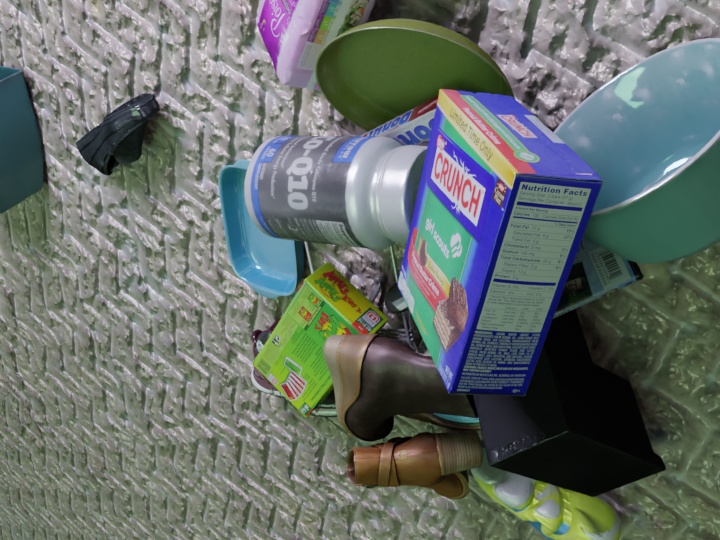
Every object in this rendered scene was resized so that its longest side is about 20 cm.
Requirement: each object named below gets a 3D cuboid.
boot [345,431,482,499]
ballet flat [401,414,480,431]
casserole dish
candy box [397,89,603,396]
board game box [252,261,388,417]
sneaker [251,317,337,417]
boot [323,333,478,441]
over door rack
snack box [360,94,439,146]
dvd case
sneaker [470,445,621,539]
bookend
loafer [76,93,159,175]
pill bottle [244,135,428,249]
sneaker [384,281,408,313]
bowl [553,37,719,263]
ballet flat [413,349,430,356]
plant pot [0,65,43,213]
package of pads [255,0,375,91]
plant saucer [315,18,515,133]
[{"bbox_3d":[0.060,0.250,1.025,0.200,0.155,0.077,100,163,-70],"label":"boot"},{"bbox_3d":[0.096,0.166,1.046,0.200,0.069,0.063,11,150,36],"label":"ballet flat"},{"bbox_3d":[-0.125,-0.057,1.081,0.121,0.039,0.201,17,127,29],"label":"casserole dish"},{"bbox_3d":[0.102,-0.026,0.684,0.169,0.077,0.201,-114,31,-56],"label":"candy box"},{"bbox_3d":[-0.055,0.090,1.021,0.102,0.048,0.200,43,136,7],"label":"board game box"},{"bbox_3d":[-0.083,0.127,1.142,0.199,0.076,0.116,10,120,34],"label":"sneaker"},{"bbox_3d":[0.054,0.149,0.923,0.166,0.072,0.200,10,144,27],"label":"boot"},{"bbox_3d":[0.000,0.000,0.999,0.147,0.067,0.201,-2,116,39],"label":"over door rack"},{"bbox_3d":[0.050,-0.127,0.863,0.072,0.024,0.200,36,154,-23],"label":"snack box"},{"bbox_3d":[0.151,-0.014,0.801,0.200,0.018,0.143,-27,66,19],"label":"dvd case"},{"bbox_3d":[0.220,0.297,1.011,0.200,0.076,0.105,28,143,36],"label":"sneaker"},{"bbox_3d":[0.206,0.114,0.865,0.092,0.198,0.201,-33,51,32],"label":"bookend"},{"bbox_3d":[-0.326,-0.186,1.141,0.200,0.068,0.070,-19,112,49],"label":"loafer"},{"bbox_3d":[-0.012,-0.081,0.845,0.199,0.114,0.114,7,121,36],"label":"pill bottle"},{"bbox_3d":[0.089,-0.043,0.893,0.200,0.075,0.116,-33,86,23],"label":"sneaker"},{"bbox_3d":[0.252,-0.085,0.684,0.105,0.201,0.201,43,139,-23],"label":"bowl"},{"bbox_3d":[0.051,0.121,1.015,0.199,0.069,0.070,-8,112,28],"label":"ballet flat"},{"bbox_3d":[-0.591,-0.201,1.291,0.141,0.141,0.201,15,133,31],"label":"plant pot"},{"bbox_3d":[-0.036,-0.291,0.810,0.200,0.075,0.121,-60,41,43],"label":"package of pads"},{"bbox_3d":[0.055,-0.183,0.803,0.199,0.031,0.200,14,161,5],"label":"plant saucer"}]
